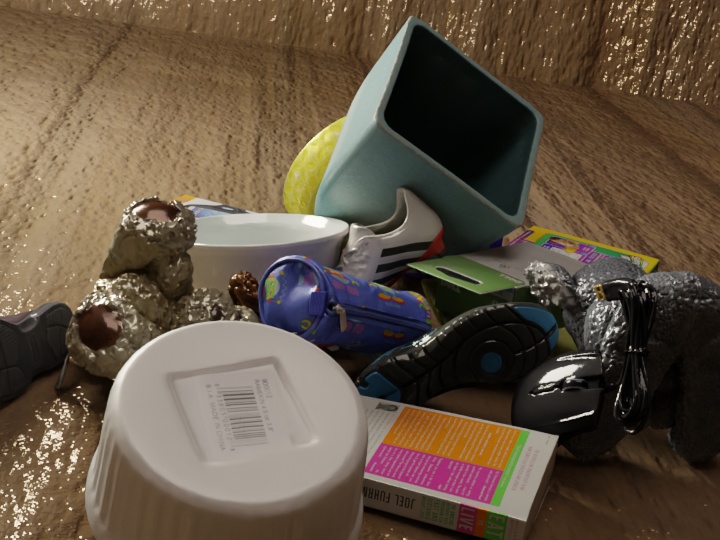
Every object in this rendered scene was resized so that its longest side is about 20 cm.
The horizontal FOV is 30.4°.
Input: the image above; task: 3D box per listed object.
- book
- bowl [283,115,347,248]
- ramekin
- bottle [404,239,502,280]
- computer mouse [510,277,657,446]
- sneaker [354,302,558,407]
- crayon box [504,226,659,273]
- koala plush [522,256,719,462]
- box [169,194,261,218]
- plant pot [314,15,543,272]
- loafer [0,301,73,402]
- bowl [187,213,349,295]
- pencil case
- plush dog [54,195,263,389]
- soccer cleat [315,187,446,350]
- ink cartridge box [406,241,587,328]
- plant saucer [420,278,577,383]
[{"bbox_3d":[0.051,0.159,1.084,0.198,0.049,0.134,13,21,16],"label":"book"},{"bbox_3d":[0.015,-0.091,1.642,0.199,0.201,0.108,-5,46,-37],"label":"bowl"},{"bbox_3d":[-0.088,0.127,0.917,0.198,0.098,0.201,8,39,-6],"label":"ramekin"},{"bbox_3d":[0.079,-0.031,1.609,0.198,0.084,0.065,-2,27,-33],"label":"bottle"},{"bbox_3d":[0.180,0.077,1.132,0.046,0.142,0.200,17,-20,-19],"label":"computer mouse"},{"bbox_3d":[0.083,0.076,1.216,0.198,0.074,0.082,-19,8,0],"label":"sneaker"},{"bbox_3d":[0.258,0.012,1.611,0.171,0.059,0.200,17,20,20],"label":"crayon box"},{"bbox_3d":[0.253,0.052,1.244,0.176,0.185,0.200,4,26,-17],"label":"koala plush"},{"bbox_3d":[-0.157,-0.043,1.605,0.198,0.042,0.119,13,18,18],"label":"box"},{"bbox_3d":[0.057,-0.112,1.465,0.196,0.200,0.197,34,43,-16],"label":"plant pot"},{"bbox_3d":[-0.318,0.072,1.152,0.062,0.073,0.200,-7,7,17],"label":"loafer"},{"bbox_3d":[-0.109,-0.001,1.390,0.199,0.091,0.201,0,12,0],"label":"bowl"},{"bbox_3d":[-0.009,0.041,1.233,0.086,0.079,0.199,14,-3,37],"label":"pencil case"},{"bbox_3d":[-0.164,0.061,1.182,0.170,0.161,0.201,22,45,-6],"label":"plush dog"},{"bbox_3d":[0.000,0.000,1.348,0.200,0.085,0.069,-41,21,-10],"label":"soccer cleat"},{"bbox_3d":[0.147,0.022,1.362,0.199,0.060,0.103,-9,25,-44],"label":"ink cartridge box"},{"bbox_3d":[0.173,0.072,1.402,0.198,0.048,0.200,5,18,-10],"label":"plant saucer"}]
